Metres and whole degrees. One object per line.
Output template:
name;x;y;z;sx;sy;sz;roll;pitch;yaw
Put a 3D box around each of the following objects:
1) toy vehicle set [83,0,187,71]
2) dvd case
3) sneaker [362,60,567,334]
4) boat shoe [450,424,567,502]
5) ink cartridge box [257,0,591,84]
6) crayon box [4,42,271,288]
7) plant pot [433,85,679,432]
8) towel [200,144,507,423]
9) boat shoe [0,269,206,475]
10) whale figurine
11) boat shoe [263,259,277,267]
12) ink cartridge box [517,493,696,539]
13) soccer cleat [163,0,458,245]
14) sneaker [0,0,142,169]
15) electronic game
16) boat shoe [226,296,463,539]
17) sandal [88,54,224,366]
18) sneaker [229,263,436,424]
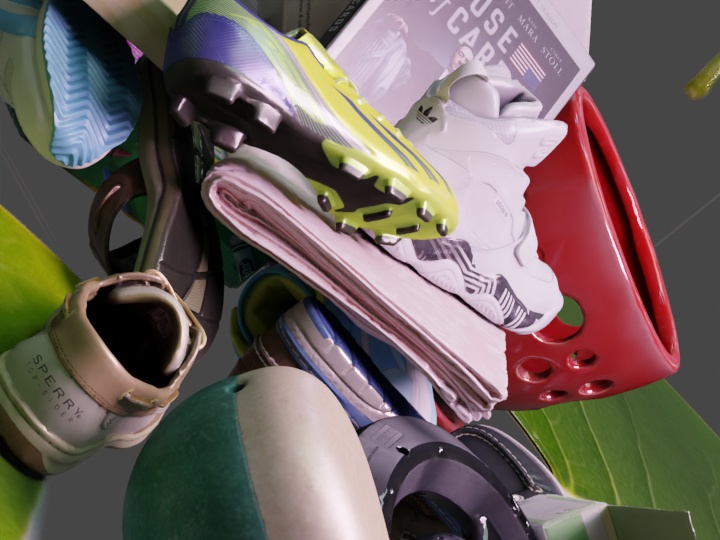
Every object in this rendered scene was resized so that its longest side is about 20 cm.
toy vehicle set;-0.123;-0.165;1.293;0.124;0.026;0.200;42;12;-34
dvd case;0.045;-0.111;1.453;0.025;0.200;0.150;-1;-46;54
sneaker;0.078;-0.042;1.363;0.200;0.115;0.075;31;13;-48
boat shoe;0.097;0.168;1.427;0.200;0.075;0.060;57;7;30
ink cartridge box;0.039;-0.181;1.575;0.147;0.199;0.086;-111;-159;-64
crayon box;-0.128;-0.085;1.381;0.200;0.058;0.119;38;17;-46
plant pot;0.094;-0.002;1.580;0.200;0.182;0.201;-17;90;-78
towel;0.000;0.000;1.307;0.191;0.032;0.200;40;8;-2
boat shoe;-0.103;0.036;1.063;0.074;0.066;0.200;52;15;-4
whale figurine;-0.035;0.142;1.009;0.159;0.103;0.201;-95;169;-71
boat shoe;-0.047;-0.040;1.566;0.200;0.070;0.091;52;28;-76
ink cartridge box;0.133;0.193;1.251;0.200;0.048;0.146;170;-97;-76
soccer cleat;-0.016;-0.079;1.229;0.200;0.065;0.084;32;55;-36
sneaker;-0.171;-0.113;1.247;0.076;0.081;0.200;40;19;-40
electronic game;0.042;0.167;1.173;0.200;0.041;0.201;38;41;-42
boat shoe;0.004;0.104;1.270;0.200;0.072;0.072;52;10;-20
sandal;-0.109;-0.026;1.247;0.080;0.057;0.202;63;17;-47
sneaker;-0.022;0.026;1.401;0.131;0.079;0.200;47;11;-25
